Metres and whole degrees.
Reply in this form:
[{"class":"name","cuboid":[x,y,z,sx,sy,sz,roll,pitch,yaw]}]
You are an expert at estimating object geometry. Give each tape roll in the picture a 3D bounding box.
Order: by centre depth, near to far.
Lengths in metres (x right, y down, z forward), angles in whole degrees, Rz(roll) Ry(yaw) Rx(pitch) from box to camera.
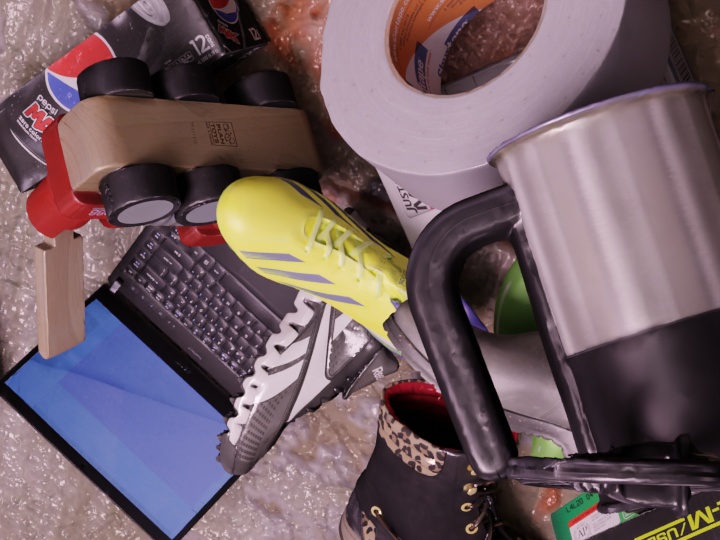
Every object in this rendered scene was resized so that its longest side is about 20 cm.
[{"class":"tape roll","cuboid":[0.075,-0.135,0.834,0.200,0.066,0.200,-14,63,29]}]

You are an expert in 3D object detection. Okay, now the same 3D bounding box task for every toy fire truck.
[{"class":"toy fire truck","cuboid":[-0.142,-0.035,0.953,0.200,0.176,0.129,-31,69,44]}]

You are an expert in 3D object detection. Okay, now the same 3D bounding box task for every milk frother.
[{"class":"milk frother","cuboid":[0.123,0.015,0.657,0.180,0.200,0.188,-16,82,-12]}]

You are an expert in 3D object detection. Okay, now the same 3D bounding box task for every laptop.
[{"class":"laptop","cuboid":[-0.127,0.061,1.019,0.177,0.103,0.200,42,117,3]}]

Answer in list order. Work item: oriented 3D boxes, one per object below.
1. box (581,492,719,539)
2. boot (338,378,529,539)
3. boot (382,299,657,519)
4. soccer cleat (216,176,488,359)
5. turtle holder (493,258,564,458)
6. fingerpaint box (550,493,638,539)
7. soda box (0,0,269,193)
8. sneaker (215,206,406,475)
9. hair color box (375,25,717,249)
[{"class":"box","cuboid":[0.249,0.170,0.803,0.193,0.048,0.200,-29,135,14]},{"class":"boot","cuboid":[0.083,0.166,0.973,0.200,0.073,0.151,26,132,19]},{"class":"boot","cuboid":[0.124,0.036,0.798,0.200,0.068,0.131,31,104,8]},{"class":"soccer cleat","cuboid":[0.001,-0.001,0.886,0.200,0.065,0.084,34,166,-31]},{"class":"turtle holder","cuboid":[0.160,0.044,0.885,0.141,0.132,0.186,-5,106,22]},{"class":"fingerpaint box","cuboid":[0.248,0.154,0.876,0.167,0.073,0.200,30,124,-32]},{"class":"soda box","cuboid":[-0.166,-0.130,0.988,0.200,0.071,0.063,-30,92,27]},{"class":"sneaker","cuboid":[-0.023,0.063,0.974,0.090,0.066,0.200,30,90,2]},{"class":"hair color box","cuboid":[0.110,-0.088,0.900,0.200,0.061,0.099,-21,99,25]}]
